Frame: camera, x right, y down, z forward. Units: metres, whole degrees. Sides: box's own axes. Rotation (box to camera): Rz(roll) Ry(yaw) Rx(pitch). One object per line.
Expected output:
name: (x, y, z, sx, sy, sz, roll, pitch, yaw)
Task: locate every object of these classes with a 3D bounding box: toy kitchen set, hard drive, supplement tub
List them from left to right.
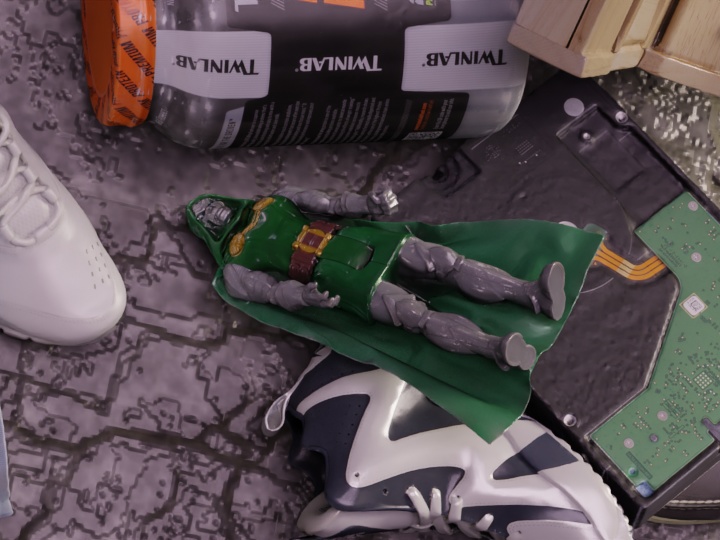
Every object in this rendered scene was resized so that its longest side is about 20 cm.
supplement tub: (-0.028, -0.121, 1.384, 0.200, 0.123, 0.123, -4, 80, -16)
hard drive: (0.119, 0.010, 1.414, 0.140, 0.038, 0.200, -38, 73, -18)
toy kitchen set: (0.198, -0.147, 1.343, 0.180, 0.200, 0.163, 27, 104, 14)

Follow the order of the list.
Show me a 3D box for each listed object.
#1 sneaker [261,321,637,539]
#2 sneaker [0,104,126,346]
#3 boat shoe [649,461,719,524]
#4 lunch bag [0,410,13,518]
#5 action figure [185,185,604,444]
sneaker: (0.034, 0.114, 1.375, 0.130, 0.079, 0.199, -38, 89, -16)
sneaker: (-0.184, -0.044, 1.346, 0.200, 0.087, 0.075, 46, 69, -3)
boat shoe: (0.222, 0.080, 1.438, 0.201, 0.066, 0.072, -8, 82, -16)
lunch bag: (-0.249, 0.038, 1.284, 0.169, 0.127, 0.200, -10, 119, -9)
action figure: (0.000, 0.000, 1.359, 0.200, 0.055, 0.118, 16, 60, 29)
